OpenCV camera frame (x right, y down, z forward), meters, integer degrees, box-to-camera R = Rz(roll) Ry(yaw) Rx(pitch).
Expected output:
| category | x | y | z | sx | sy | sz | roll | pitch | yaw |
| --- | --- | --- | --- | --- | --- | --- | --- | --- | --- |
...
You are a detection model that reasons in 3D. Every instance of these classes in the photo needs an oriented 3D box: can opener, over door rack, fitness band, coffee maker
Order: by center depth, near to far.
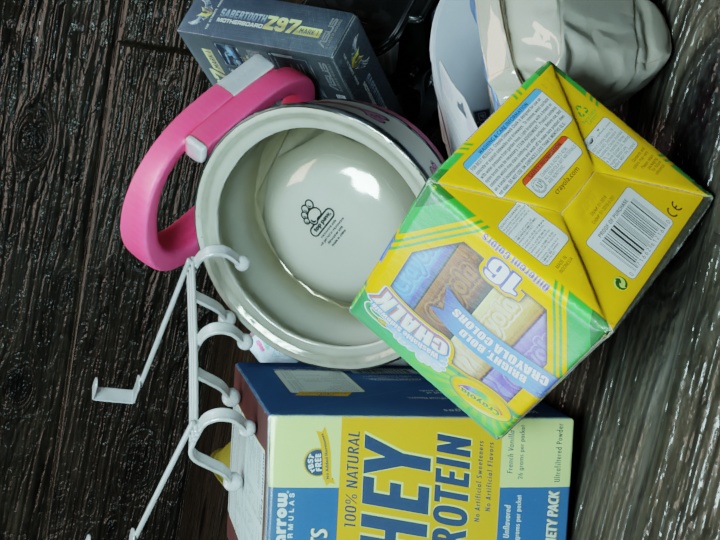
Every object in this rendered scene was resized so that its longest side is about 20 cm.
| category | x | y | z | sx | sy | sz | roll | pitch | yaw |
| --- | --- | --- | --- | --- | --- | --- | --- | --- | --- |
| over door rack | -0.128 | 0.097 | 0.876 | 0.200 | 0.066 | 0.148 | -47 | 36 | 39 |
| fitness band | -0.105 | -0.082 | 0.952 | 0.200 | 0.037 | 0.144 | -45 | -18 | -36 |
| can opener | 0.064 | -0.112 | 1.045 | 0.200 | 0.063 | 0.079 | -56 | -51 | -44 |
| coffee maker | 0.019 | -0.226 | 1.156 | 0.200 | 0.134 | 0.193 | 80 | -167 | -64 |

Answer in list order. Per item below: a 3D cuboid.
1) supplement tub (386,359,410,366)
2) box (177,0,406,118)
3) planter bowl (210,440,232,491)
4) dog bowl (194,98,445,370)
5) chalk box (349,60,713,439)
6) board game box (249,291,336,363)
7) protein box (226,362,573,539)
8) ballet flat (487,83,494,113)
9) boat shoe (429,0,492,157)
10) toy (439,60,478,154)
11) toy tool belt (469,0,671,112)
| category | x | y | z | sx | sy | sz | roll | pitch | yaw |
| --- | --- | --- | --- | --- | --- | --- | --- | --- | --- |
| supplement tub | 0.024 | 0.087 | 1.067 | 0.200 | 0.122 | 0.123 | 160 | 118 | -75 |
| box | -0.047 | -0.149 | 1.066 | 0.051 | 0.157 | 0.200 | -63 | -32 | -22 |
| planter bowl | -0.032 | 0.179 | 1.142 | 0.084 | 0.200 | 0.200 | -64 | 15 | 7 |
| dog bowl | -0.015 | -0.033 | 0.892 | 0.074 | 0.199 | 0.201 | -46 | -23 | -56 |
| chalk box | 0.086 | 0.002 | 0.731 | 0.124 | 0.124 | 0.200 | -47 | -6 | -32 |
| board game box | 0.000 | 0.000 | 1.062 | 0.199 | 0.043 | 0.200 | -37 | 5 | 6 |
| protein box | 0.017 | 0.146 | 0.858 | 0.200 | 0.197 | 0.136 | -155 | 68 | -77 |
| ballet flat | 0.132 | -0.170 | 0.913 | 0.070 | 0.069 | 0.201 | 119 | 157 | -58 |
| boat shoe | 0.089 | -0.126 | 0.983 | 0.065 | 0.073 | 0.201 | 150 | 117 | -83 |
| toy | 0.098 | -0.039 | 0.882 | 0.115 | 0.047 | 0.201 | -109 | 9 | -54 |
| toy tool belt | 0.118 | -0.166 | 0.813 | 0.123 | 0.124 | 0.201 | 124 | 149 | -50 |
